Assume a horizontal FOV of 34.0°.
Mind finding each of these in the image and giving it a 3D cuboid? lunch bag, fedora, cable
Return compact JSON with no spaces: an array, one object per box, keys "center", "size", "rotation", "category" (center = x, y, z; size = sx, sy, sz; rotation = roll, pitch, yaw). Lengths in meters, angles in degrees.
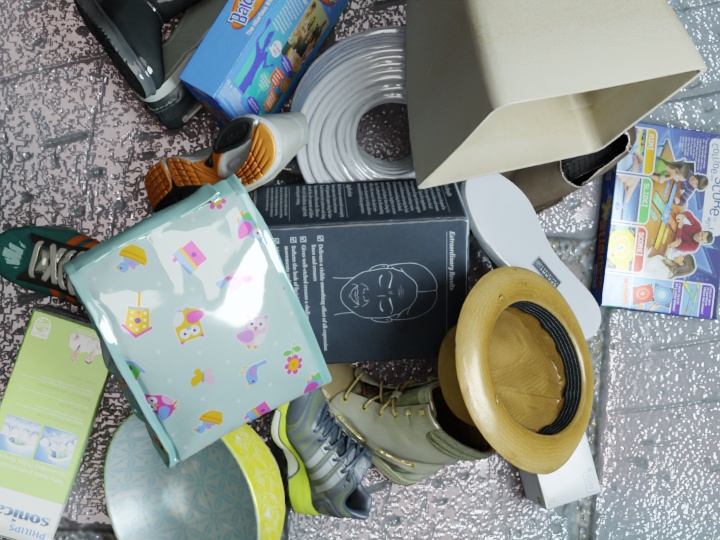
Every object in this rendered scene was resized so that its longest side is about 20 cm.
[{"center":[-0.141,0.035,0.997],"size":[0.170,0.122,0.200],"rotation":[-28,120,-13],"category":"lunch bag"},{"center":[0.133,0.093,1.080],"size":[0.200,0.082,0.201],"rotation":[13,71,-44],"category":"fedora"},{"center":[0.029,-0.140,1.161],"size":[0.200,0.069,0.200],"rotation":[21,117,-14],"category":"cable"}]

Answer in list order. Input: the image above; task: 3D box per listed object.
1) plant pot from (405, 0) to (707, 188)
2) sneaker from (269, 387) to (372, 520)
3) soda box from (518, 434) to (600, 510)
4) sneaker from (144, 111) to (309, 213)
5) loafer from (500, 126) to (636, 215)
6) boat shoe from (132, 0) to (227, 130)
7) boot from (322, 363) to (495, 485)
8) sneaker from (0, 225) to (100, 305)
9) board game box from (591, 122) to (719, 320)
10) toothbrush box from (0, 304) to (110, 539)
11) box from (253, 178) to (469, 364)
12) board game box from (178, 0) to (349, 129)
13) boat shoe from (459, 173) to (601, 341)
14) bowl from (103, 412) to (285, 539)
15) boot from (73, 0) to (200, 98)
[{"center":[0.143,-0.202,1.030],"size":[0.199,0.200,0.177],"rotation":[-13,80,-19],"category":"plant pot"},{"center":[-0.030,0.167,1.134],"size":[0.081,0.200,0.074],"rotation":[10,46,22],"category":"sneaker"},{"center":[0.186,0.140,1.225],"size":[0.064,0.068,0.200],"rotation":[-15,92,-11],"category":"soda box"},{"center":[-0.124,-0.096,1.134],"size":[0.092,0.200,0.076],"rotation":[-26,94,-49],"category":"sneaker"},{"center":[0.193,-0.105,1.213],"size":[0.200,0.071,0.073],"rotation":[-34,95,7],"category":"loafer"},{"center":[-0.146,-0.227,1.173],"size":[0.200,0.076,0.060],"rotation":[-50,136,-16],"category":"boat shoe"},{"center":[0.026,0.125,1.148],"size":[0.200,0.155,0.072],"rotation":[43,57,-10],"category":"boot"},{"center":[-0.260,0.001,1.138],"size":[0.200,0.080,0.072],"rotation":[15,87,-10],"category":"sneaker"},{"center":[0.326,-0.053,1.268],"size":[0.135,0.034,0.200],"rotation":[7,89,-10],"category":"board game box"},{"center":[-0.292,0.139,1.099],"size":[0.086,0.146,0.200],"rotation":[17,87,-10],"category":"toothbrush box"},{"center":[0.000,0.000,1.135],"size":[0.199,0.107,0.149],"rotation":[-2,116,-2],"category":"box"},{"center":[-0.084,-0.231,1.136],"size":[0.045,0.152,0.200],"rotation":[30,83,15],"category":"board game box"},{"center":[0.157,-0.008,1.161],"size":[0.069,0.057,0.200],"rotation":[-38,93,-27],"category":"boat shoe"},{"center":[-0.140,0.211,1.135],"size":[0.108,0.200,0.201],"rotation":[-17,94,-53],"category":"bowl"},{"center":[-0.159,-0.266,1.133],"size":[0.200,0.066,0.165],"rotation":[-31,54,-10],"category":"boot"}]
